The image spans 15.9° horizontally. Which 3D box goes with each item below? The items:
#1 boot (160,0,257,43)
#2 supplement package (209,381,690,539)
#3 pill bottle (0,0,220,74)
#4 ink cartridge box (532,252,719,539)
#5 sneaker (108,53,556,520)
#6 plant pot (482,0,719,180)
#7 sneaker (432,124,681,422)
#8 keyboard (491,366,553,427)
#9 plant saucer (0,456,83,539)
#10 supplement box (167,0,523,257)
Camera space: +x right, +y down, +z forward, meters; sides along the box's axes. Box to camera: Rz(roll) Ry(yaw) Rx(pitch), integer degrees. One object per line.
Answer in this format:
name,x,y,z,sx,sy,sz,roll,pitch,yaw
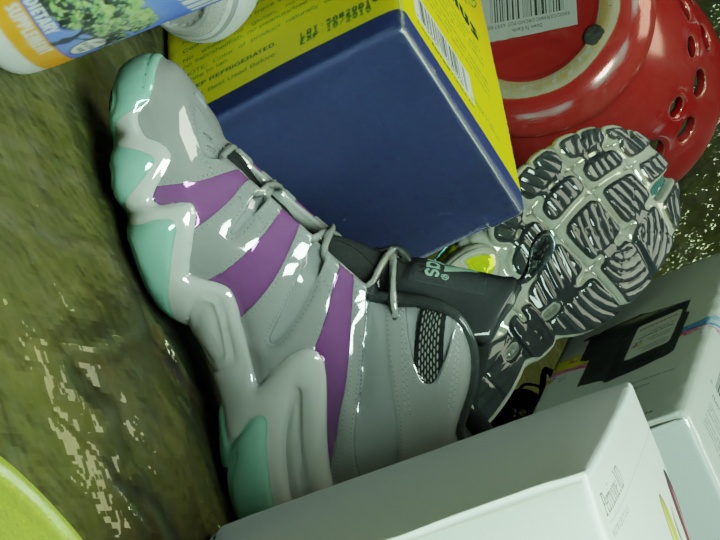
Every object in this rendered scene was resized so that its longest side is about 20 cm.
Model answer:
boot,-0.097,-0.161,0.979,0.096,0.073,0.200,-50,137,-46
supplement package,0.023,0.120,0.779,0.200,0.155,0.111,-29,98,-79
pill bottle,-0.041,-0.147,0.821,0.112,0.199,0.112,-20,90,-80
ink cartridge box,0.140,0.097,1.070,0.146,0.083,0.200,63,21,-11
sneaker,0.000,0.000,0.925,0.078,0.140,0.201,-69,138,-75
plant pot,0.155,-0.159,1.928,0.182,0.200,0.201,32,39,-62
sneaker,0.054,0.006,1.106,0.078,0.200,0.080,56,-22,-12
keyboard,0.046,0.097,1.087,0.040,0.104,0.200,47,12,-3
plant saucer,-0.065,0.107,0.565,0.200,0.031,0.200,56,4,-7
supplement box,-0.011,-0.095,1.113,0.110,0.109,0.200,55,17,-34
